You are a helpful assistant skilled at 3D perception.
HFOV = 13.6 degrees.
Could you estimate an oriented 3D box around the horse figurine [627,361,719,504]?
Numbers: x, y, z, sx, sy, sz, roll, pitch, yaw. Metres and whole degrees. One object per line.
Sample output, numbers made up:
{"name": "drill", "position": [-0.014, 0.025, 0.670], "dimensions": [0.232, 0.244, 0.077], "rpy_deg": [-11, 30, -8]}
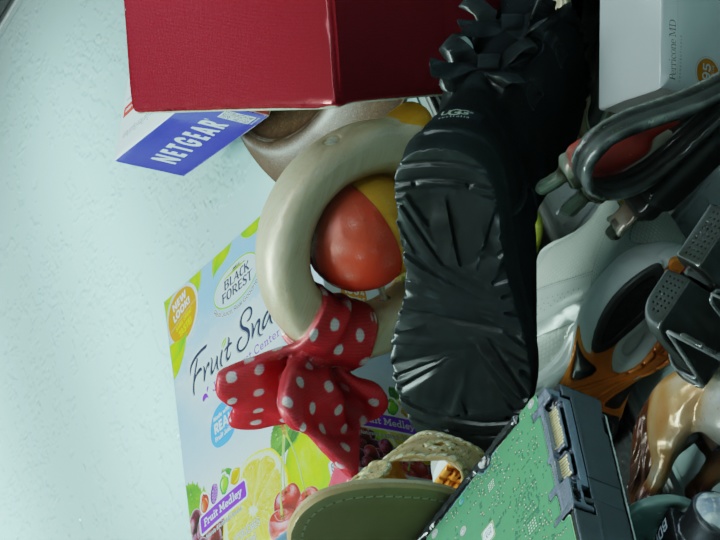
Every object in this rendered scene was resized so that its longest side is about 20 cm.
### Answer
{"name": "horse figurine", "position": [0.186, 0.087, 1.432], "dimensions": [0.200, 0.050, 0.133], "rpy_deg": [-1, 86, 53]}

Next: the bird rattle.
{"name": "bird rattle", "position": [0.000, 0.000, 1.607], "dimensions": [0.113, 0.199, 0.164], "rpy_deg": [41, 155, 59]}

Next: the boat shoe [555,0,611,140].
{"name": "boat shoe", "position": [0.117, -0.160, 1.600], "dimensions": [0.068, 0.075, 0.201], "rpy_deg": [6, 84, 40]}

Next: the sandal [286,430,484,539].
{"name": "sandal", "position": [0.040, 0.114, 1.480], "dimensions": [0.078, 0.211, 0.070], "rpy_deg": [-54, 42, 31]}

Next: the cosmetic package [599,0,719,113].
{"name": "cosmetic package", "position": [0.165, -0.173, 1.514], "dimensions": [0.051, 0.082, 0.201], "rpy_deg": [-19, 65, 53]}

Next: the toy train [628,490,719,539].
{"name": "toy train", "position": [0.152, 0.185, 1.371], "dimensions": [0.085, 0.113, 0.201], "rpy_deg": [-98, 25, -54]}

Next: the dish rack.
{"name": "dish rack", "position": [0.228, 0.004, 1.359], "dimensions": [0.200, 0.054, 0.154], "rpy_deg": [29, 84, 50]}

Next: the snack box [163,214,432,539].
{"name": "snack box", "position": [-0.038, 0.071, 1.752], "dimensions": [0.169, 0.067, 0.201], "rpy_deg": [-41, 47, 43]}

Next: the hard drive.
{"name": "hard drive", "position": [0.055, 0.166, 1.378], "dimensions": [0.200, 0.038, 0.140], "rpy_deg": [-55, 27, 30]}

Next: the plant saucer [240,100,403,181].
{"name": "plant saucer", "position": [-0.029, -0.148, 1.839], "dimensions": [0.200, 0.034, 0.201], "rpy_deg": [-23, 61, 50]}

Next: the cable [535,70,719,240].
{"name": "cable", "position": [0.167, -0.088, 1.434], "dimensions": [0.200, 0.097, 0.050], "rpy_deg": [-45, 54, 15]}

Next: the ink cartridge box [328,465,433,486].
{"name": "ink cartridge box", "position": [0.021, 0.224, 1.600], "dimensions": [0.145, 0.083, 0.201], "rpy_deg": [32, 105, 54]}

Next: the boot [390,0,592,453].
{"name": "boot", "position": [0.068, -0.029, 1.504], "dimensions": [0.163, 0.073, 0.199], "rpy_deg": [-61, -29, -52]}

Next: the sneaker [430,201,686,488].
{"name": "sneaker", "position": [0.104, 0.039, 1.559], "dimensions": [0.200, 0.075, 0.092], "rpy_deg": [-47, 36, 27]}

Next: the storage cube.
{"name": "storage cube", "position": [-0.015, -0.182, 1.643], "dimensions": [0.199, 0.170, 0.181], "rpy_deg": [3, 99, 46]}

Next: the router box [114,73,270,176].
{"name": "router box", "position": [-0.092, -0.165, 1.836], "dimensions": [0.200, 0.049, 0.181], "rpy_deg": [156, 124, -71]}
